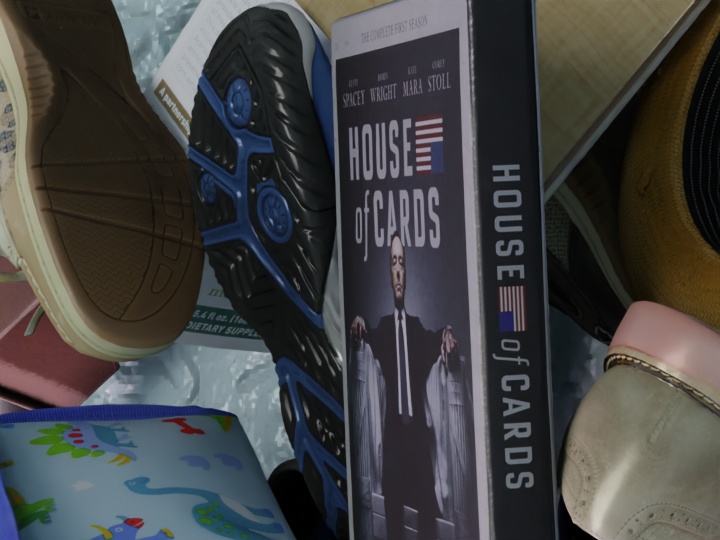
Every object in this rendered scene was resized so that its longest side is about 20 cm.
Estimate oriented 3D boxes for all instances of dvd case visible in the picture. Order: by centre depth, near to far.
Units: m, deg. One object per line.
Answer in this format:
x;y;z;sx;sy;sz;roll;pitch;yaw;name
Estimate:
0.023;0.018;0.750;0.150;0.025;0.200;-177;84;-75;dvd case

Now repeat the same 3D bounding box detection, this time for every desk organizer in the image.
-0.152;-0.040;1.048;0.077;0.072;0.200;-42;52;17;desk organizer

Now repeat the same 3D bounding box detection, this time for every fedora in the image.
0.166;-0.048;0.741;0.201;0.082;0.201;-35;40;36;fedora

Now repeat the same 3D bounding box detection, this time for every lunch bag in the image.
-0.120;0.125;0.852;0.170;0.200;0.128;-125;35;-64;lunch bag

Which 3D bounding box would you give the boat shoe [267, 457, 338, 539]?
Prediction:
0.003;0.158;0.888;0.069;0.057;0.200;-35;53;34;boat shoe

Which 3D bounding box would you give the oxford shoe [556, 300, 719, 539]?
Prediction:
0.085;0.073;0.750;0.071;0.200;0.074;29;76;20;oxford shoe

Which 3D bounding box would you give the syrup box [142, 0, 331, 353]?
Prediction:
-0.017;-0.067;0.936;0.200;0.079;0.081;-54;53;25;syrup box

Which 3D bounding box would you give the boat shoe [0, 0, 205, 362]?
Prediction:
-0.111;-0.039;0.926;0.063;0.073;0.200;-50;43;35;boat shoe

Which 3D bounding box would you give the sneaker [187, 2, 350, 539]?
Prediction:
0.000;0.000;0.876;0.076;0.077;0.200;-3;108;56;sneaker

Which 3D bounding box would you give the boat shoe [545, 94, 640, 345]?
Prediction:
0.088;-0.013;0.845;0.200;0.073;0.065;54;146;24;boat shoe

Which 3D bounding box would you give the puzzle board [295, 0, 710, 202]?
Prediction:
0.042;-0.129;0.828;0.151;0.017;0.200;-51;55;15;puzzle board

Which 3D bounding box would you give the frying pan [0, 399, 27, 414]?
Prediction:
-0.154;0.030;1.095;0.190;0.031;0.115;-22;71;44;frying pan
